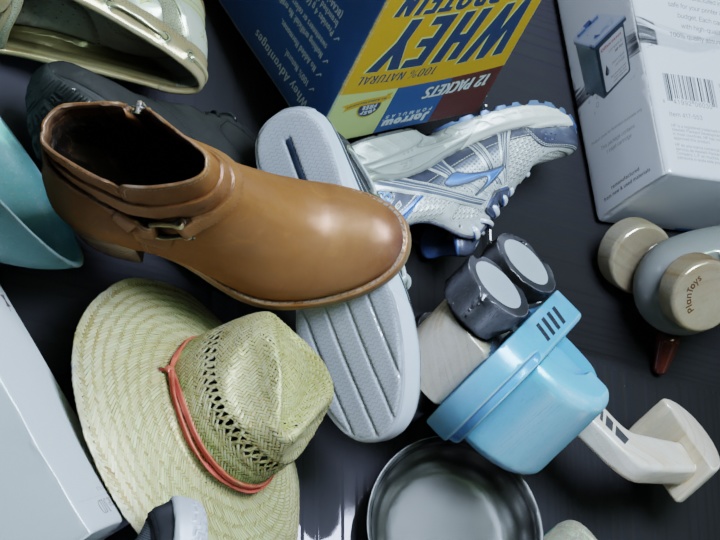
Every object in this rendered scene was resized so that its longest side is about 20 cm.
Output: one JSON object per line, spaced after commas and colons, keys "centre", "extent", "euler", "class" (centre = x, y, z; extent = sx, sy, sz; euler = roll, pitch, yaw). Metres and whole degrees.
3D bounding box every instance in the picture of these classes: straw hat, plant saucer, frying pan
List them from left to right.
{"centre": [-0.223, -0.072, 1.212], "extent": [0.036, 0.200, 0.200], "euler": [-36, 90, 3], "class": "plant saucer"}
{"centre": [-0.062, 0.070, 1.232], "extent": [0.201, 0.085, 0.202], "euler": [43, 30, -33], "class": "straw hat"}
{"centre": [0.037, 0.184, 1.325], "extent": [0.115, 0.031, 0.191], "euler": [36, 63, -8], "class": "frying pan"}

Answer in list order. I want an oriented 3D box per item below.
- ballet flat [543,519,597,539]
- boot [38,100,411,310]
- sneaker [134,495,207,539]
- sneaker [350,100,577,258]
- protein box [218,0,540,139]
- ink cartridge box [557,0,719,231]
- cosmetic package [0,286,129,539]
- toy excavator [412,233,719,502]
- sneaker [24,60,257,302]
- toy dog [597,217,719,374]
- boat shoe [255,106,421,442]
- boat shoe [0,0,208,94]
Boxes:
{"centre": [0.183, 0.229, 1.382], "extent": [0.200, 0.067, 0.062], "euler": [46, 41, -7], "class": "ballet flat"}
{"centre": [-0.072, -0.042, 1.197], "extent": [0.198, 0.155, 0.077], "euler": [14, 74, 5], "class": "boot"}
{"centre": [-0.154, 0.195, 1.128], "extent": [0.113, 0.075, 0.201], "euler": [23, 91, -13], "class": "sneaker"}
{"centre": [0.059, -0.050, 1.439], "extent": [0.199, 0.077, 0.086], "euler": [-16, 87, -30], "class": "sneaker"}
{"centre": [0.010, -0.224, 1.369], "extent": [0.134, 0.200, 0.199], "euler": [-14, 58, -36], "class": "protein box"}
{"centre": [0.226, -0.134, 1.572], "extent": [0.146, 0.086, 0.201], "euler": [6, 64, -32], "class": "ink cartridge box"}
{"centre": [-0.206, 0.066, 1.160], "extent": [0.081, 0.113, 0.201], "euler": [-33, 87, 5], "class": "cosmetic package"}
{"centre": [0.121, 0.081, 1.372], "extent": [0.200, 0.100, 0.194], "euler": [48, 24, 4], "class": "toy excavator"}
{"centre": [-0.111, -0.064, 1.332], "extent": [0.200, 0.076, 0.091], "euler": [38, 45, -24], "class": "sneaker"}
{"centre": [0.257, 0.015, 1.510], "extent": [0.198, 0.097, 0.132], "euler": [-1, 24, -4], "class": "toy dog"}
{"centre": [0.000, 0.000, 1.302], "extent": [0.071, 0.072, 0.201], "euler": [8, 65, -60], "class": "boat shoe"}
{"centre": [-0.182, -0.147, 1.305], "extent": [0.199, 0.073, 0.063], "euler": [13, 46, -25], "class": "boat shoe"}
